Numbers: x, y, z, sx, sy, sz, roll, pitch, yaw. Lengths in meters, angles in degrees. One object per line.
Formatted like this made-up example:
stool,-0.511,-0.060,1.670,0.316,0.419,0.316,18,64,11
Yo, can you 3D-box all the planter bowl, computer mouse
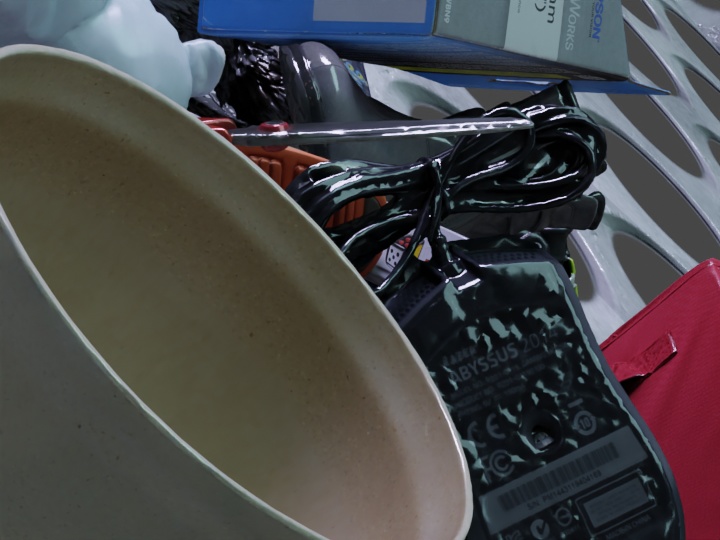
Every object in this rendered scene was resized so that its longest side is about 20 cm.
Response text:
planter bowl,-0.082,0.050,0.630,0.200,0.135,0.201,41,18,-17
computer mouse,0.055,0.046,0.771,0.138,0.053,0.201,-17,81,-23

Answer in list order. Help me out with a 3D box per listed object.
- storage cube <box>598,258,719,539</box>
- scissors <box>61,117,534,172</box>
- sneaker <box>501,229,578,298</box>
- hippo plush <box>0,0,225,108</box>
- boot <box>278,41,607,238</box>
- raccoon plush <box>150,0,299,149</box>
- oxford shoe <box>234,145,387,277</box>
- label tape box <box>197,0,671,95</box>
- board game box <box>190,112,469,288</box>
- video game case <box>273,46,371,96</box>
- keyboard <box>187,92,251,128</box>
storage cube,0.163,0.141,0.905,0.200,0.171,0.180,42,20,-27
scissors,-0.043,-0.044,0.713,0.198,0.014,0.073,3,14,12
sneaker,0.098,0.012,1.187,0.200,0.083,0.072,48,19,4
hippo plush,-0.121,-0.130,0.875,0.161,0.159,0.200,47,-4,-35
boot,0.042,-0.065,0.971,0.200,0.131,0.070,56,17,-65
raccoon plush,-0.099,-0.132,0.995,0.199,0.097,0.134,34,20,17
oxford shoe,-0.085,-0.025,0.783,0.198,0.072,0.073,2,17,-25
label tape box,0.042,-0.129,0.989,0.143,0.064,0.199,7,2,39
board game box,0.000,0.000,0.902,0.199,0.035,0.126,27,-13,42
video game case,-0.069,-0.151,1.255,0.200,0.023,0.183,37,21,-25
keyboard,-0.046,-0.063,1.077,0.127,0.021,0.200,40,17,24
